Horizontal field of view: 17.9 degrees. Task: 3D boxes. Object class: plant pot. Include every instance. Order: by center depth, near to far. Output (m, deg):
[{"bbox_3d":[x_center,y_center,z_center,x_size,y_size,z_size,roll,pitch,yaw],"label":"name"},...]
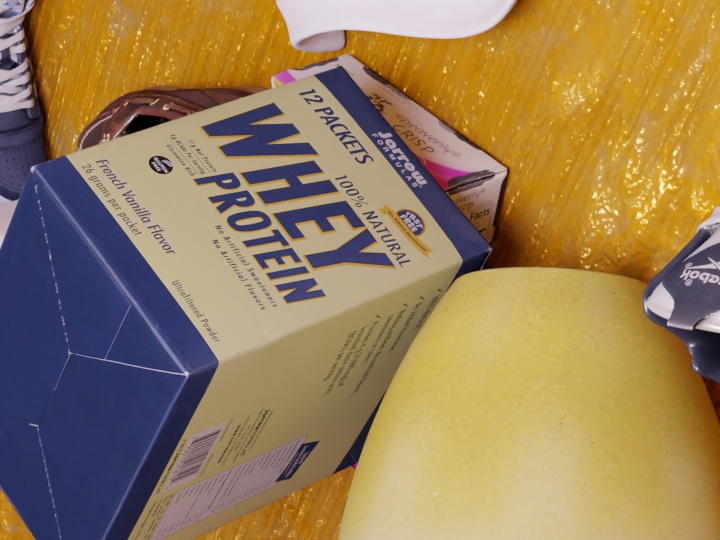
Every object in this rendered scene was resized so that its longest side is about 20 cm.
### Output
[{"bbox_3d":[0.091,0.077,1.119,0.200,0.200,0.142,-11,72,52],"label":"plant pot"}]

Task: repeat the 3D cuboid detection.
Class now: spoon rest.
[{"bbox_3d":[0.017,-0.155,1.185,0.200,0.061,0.100,-22,89,54],"label":"spoon rest"}]

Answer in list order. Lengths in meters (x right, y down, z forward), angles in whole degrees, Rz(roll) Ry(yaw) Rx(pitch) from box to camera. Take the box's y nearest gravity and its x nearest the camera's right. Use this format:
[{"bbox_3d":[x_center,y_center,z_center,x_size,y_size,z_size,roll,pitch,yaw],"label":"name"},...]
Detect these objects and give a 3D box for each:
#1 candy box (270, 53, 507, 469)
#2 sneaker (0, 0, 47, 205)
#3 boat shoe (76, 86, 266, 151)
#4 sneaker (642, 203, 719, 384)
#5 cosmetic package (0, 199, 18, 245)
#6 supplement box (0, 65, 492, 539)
[{"bbox_3d":[0.000,0.000,1.278,0.136,0.061,0.200,38,132,35],"label":"candy box"},{"bbox_3d":[-0.237,-0.143,1.496,0.108,0.070,0.201,-16,91,55],"label":"sneaker"},{"bbox_3d":[-0.124,-0.076,1.390,0.200,0.070,0.071,-9,100,54],"label":"boat shoe"},{"bbox_3d":[0.177,-0.023,0.992,0.079,0.129,0.200,11,115,47],"label":"sneaker"},{"bbox_3d":[-0.147,0.025,1.434,0.200,0.107,0.085,34,131,39],"label":"cosmetic package"},{"bbox_3d":[-0.077,0.029,1.170,0.134,0.200,0.200,52,139,20],"label":"supplement box"}]
